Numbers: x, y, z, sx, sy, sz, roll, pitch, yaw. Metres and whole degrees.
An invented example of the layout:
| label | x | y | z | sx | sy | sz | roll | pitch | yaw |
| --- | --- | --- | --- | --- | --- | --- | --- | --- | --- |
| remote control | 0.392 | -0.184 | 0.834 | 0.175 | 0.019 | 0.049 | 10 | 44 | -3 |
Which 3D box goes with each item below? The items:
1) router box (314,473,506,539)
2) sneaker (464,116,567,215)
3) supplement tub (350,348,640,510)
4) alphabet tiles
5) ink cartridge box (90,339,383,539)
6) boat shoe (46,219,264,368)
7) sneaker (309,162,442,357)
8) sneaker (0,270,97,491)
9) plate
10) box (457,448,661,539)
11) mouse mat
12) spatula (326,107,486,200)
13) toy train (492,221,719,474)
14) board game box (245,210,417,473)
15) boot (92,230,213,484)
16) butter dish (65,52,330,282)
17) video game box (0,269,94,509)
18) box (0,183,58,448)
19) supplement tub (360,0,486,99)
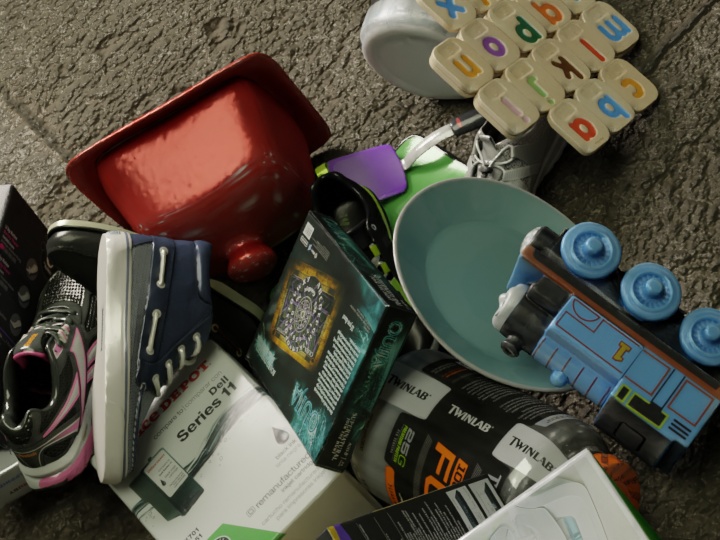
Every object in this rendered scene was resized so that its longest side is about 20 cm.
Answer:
| label | x | y | z | sx | sy | sz | roll | pitch | yaw |
| --- | --- | --- | --- | --- | --- | --- | --- | --- | --- |
| router box | -0.004 | 0.228 | 1.492 | 0.200 | 0.157 | 0.052 | -48 | 65 | 41 |
| sneaker | 0.105 | -0.075 | 1.728 | 0.075 | 0.082 | 0.200 | 6 | 60 | 30 |
| supplement tub | 0.099 | 0.146 | 1.567 | 0.200 | 0.123 | 0.123 | 25 | 74 | 39 |
| alphabet tiles | 0.143 | -0.180 | 1.737 | 0.196 | 0.015 | 0.200 | 43 | 47 | 10 |
| ink cartridge box | -0.100 | 0.170 | 1.689 | 0.147 | 0.083 | 0.200 | -46 | 48 | -5 |
| boat shoe | -0.172 | 0.023 | 1.762 | 0.074 | 0.201 | 0.063 | -31 | 34 | 52 |
| sneaker | 0.000 | 0.000 | 1.730 | 0.072 | 0.083 | 0.200 | -31 | 57 | 8 |
| sneaker | -0.247 | 0.073 | 1.735 | 0.080 | 0.086 | 0.200 | -12 | 50 | 14 |
| plate | 0.111 | 0.014 | 1.634 | 0.026 | 0.200 | 0.201 | 125 | 147 | -45 |
| box | 0.132 | 0.236 | 1.434 | 0.176 | 0.200 | 0.097 | -36 | 53 | 3 |
| mouse mat | 0.029 | -0.013 | 1.788 | 0.200 | 0.008 | 0.161 | -49 | 50 | -6 |
| spatula | 0.066 | -0.110 | 1.814 | 0.200 | 0.021 | 0.057 | -26 | 57 | 10 |
| toy train | 0.187 | 0.052 | 1.562 | 0.200 | 0.087 | 0.114 | 37 | 67 | 9 |
| board game box | -0.027 | 0.051 | 1.633 | 0.136 | 0.028 | 0.200 | -66 | 25 | 14 |
| boot | -0.162 | 0.069 | 1.692 | 0.090 | 0.073 | 0.201 | 3 | 84 | -15 |
| butter dish | -0.114 | -0.057 | 1.791 | 0.200 | 0.199 | 0.148 | -29 | 64 | 7 |
| video game box | -0.272 | 0.083 | 1.827 | 0.182 | 0.047 | 0.200 | -29 | 50 | 1 |
| box | -0.343 | 0.040 | 1.792 | 0.122 | 0.106 | 0.200 | -2 | 56 | 23 |
| supplement tub | 0.082 | -0.258 | 1.844 | 0.122 | 0.123 | 0.200 | 3 | 62 | 31 |
